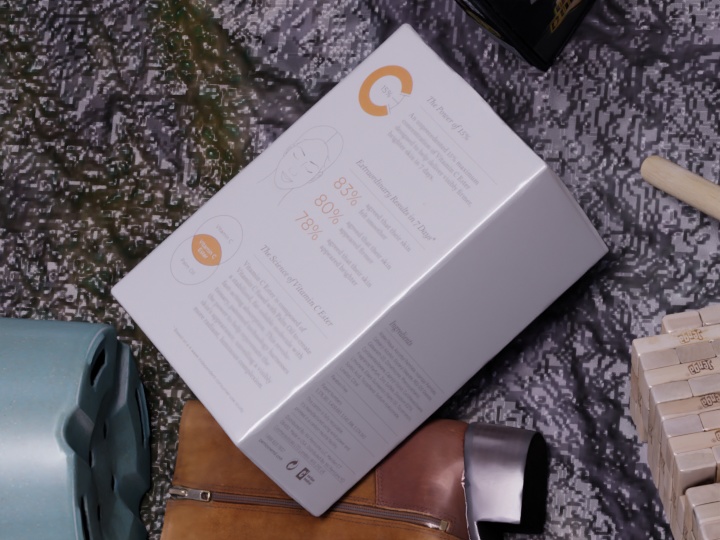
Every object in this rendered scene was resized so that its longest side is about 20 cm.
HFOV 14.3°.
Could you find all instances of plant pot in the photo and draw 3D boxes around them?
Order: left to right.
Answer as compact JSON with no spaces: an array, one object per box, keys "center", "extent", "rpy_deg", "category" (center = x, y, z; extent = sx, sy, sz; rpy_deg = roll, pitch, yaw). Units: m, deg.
[{"center":[-0.217,0.104,1.452],"extent":[0.196,0.200,0.201],"rpy_deg":[-1,78,11],"category":"plant pot"}]

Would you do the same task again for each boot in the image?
[{"center":[-0.016,0.160,1.428],"extent":[0.200,0.068,0.189],"rpy_deg":[2,80,20],"category":"boot"}]

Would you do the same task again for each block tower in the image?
[{"center":[0.173,0.111,1.308],"extent":[0.054,0.058,0.200],"rpy_deg":[-11,48,-5],"category":"block tower"}]

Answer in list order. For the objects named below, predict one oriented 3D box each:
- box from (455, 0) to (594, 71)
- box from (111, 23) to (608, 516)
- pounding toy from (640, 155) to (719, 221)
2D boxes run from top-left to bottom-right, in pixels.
[{"center":[0.111,-0.209,1.413],"extent":[0.046,0.159,0.200],"rpy_deg":[35,90,21],"category":"box"},{"center":[0.000,0.000,1.415],"extent":[0.200,0.097,0.124],"rpy_deg":[-42,54,0],"category":"box"},{"center":[0.226,-0.010,1.334],"extent":[0.142,0.184,0.200],"rpy_deg":[-19,73,2],"category":"pounding toy"}]
